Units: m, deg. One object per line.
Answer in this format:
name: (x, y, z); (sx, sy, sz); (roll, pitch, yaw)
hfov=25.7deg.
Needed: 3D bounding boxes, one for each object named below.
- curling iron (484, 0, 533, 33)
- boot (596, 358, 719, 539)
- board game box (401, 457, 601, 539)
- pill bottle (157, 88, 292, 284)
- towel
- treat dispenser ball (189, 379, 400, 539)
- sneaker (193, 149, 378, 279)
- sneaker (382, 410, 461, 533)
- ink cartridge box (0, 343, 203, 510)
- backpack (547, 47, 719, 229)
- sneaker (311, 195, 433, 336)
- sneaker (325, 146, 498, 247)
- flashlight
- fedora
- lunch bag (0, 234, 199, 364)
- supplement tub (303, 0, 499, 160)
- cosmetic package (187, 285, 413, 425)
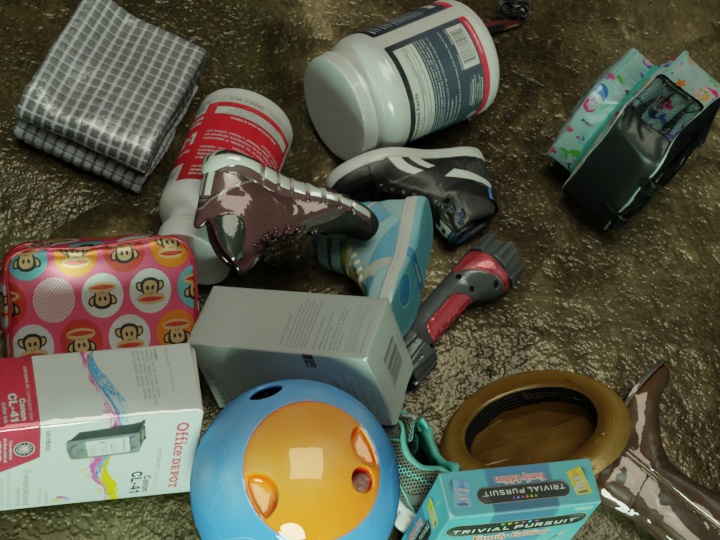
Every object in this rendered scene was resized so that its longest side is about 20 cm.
curling iron: (0.129, -0.305, 1.959); (0.198, 0.025, 0.050); (-23, 103, -22)
boot: (0.347, 0.215, 1.666); (0.199, 0.064, 0.187); (33, 69, 11)
board game box: (0.124, 0.250, 1.503); (0.149, 0.201, 0.047); (-4, 59, -16)
pill bottle: (-0.151, -0.089, 1.698); (0.111, 0.113, 0.202); (20, 55, -2)
towel: (-0.275, -0.205, 1.756); (0.164, 0.086, 0.201); (22, 55, -1)
treat dispenser ball: (-0.061, 0.204, 1.482); (0.198, 0.202, 0.203); (7, 57, -10)
sneaker: (-0.084, -0.037, 1.620); (0.198, 0.076, 0.117); (20, 76, -16)
sneaker: (0.033, 0.167, 1.585); (0.077, 0.092, 0.200); (-13, 52, -48)
ink cartridge box: (-0.256, 0.149, 1.495); (0.197, 0.148, 0.086); (-3, 52, -15)
backpack: (0.327, -0.166, 1.837); (0.151, 0.178, 0.199); (47, 55, 10)
sneaker: (0.000, 0.000, 1.685); (0.129, 0.080, 0.201); (1, 41, 16)
sneaker: (0.067, -0.077, 1.772); (0.198, 0.073, 0.113); (-9, 59, -21)
flashlight: (0.100, 0.046, 1.712); (0.067, 0.068, 0.200); (6, 45, 45)
fedora: (0.181, 0.187, 1.611); (0.198, 0.083, 0.202); (-10, 34, 7)
lunch bag: (-0.258, 0.056, 1.573); (0.197, 0.082, 0.179); (-4, 94, -17)
supplement tub: (0.049, -0.219, 1.816); (0.199, 0.141, 0.141); (-25, 67, -27)
cosmetic package: (-0.059, 0.084, 1.566); (0.198, 0.113, 0.082); (1, 49, 23)
